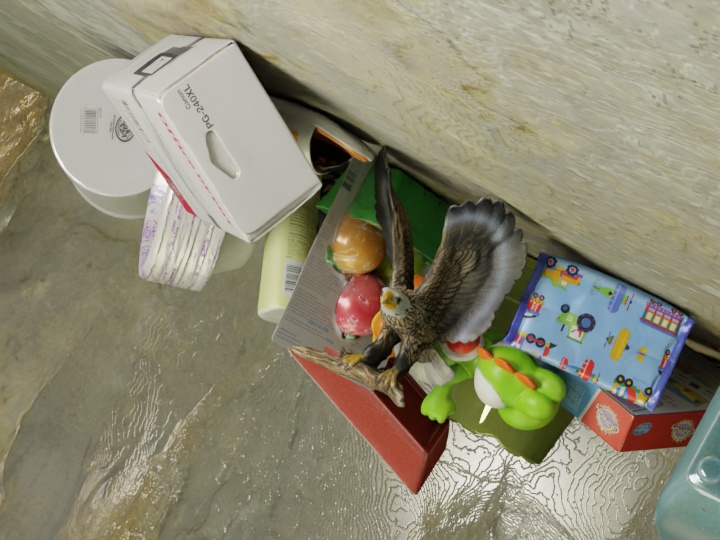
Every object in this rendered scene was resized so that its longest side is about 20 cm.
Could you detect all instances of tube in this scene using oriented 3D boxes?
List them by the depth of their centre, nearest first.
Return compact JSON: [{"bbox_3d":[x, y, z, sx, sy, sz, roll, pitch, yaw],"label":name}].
[{"bbox_3d":[-0.067,-0.048,1.616,0.051,0.202,0.058,6,161,-4],"label":"tube"}]

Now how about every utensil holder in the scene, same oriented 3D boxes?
[{"bbox_3d":[-0.275,-0.154,1.935,0.169,0.171,0.200,28,175,-2],"label":"utensil holder"}]

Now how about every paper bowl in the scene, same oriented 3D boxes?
[{"bbox_3d":[-0.148,-0.080,1.619,0.103,0.203,0.201,12,-179,-11],"label":"paper bowl"}]

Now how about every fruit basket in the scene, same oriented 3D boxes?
[{"bbox_3d":[0.000,0.000,1.596,0.093,0.201,0.185,26,178,38],"label":"fruit basket"}]

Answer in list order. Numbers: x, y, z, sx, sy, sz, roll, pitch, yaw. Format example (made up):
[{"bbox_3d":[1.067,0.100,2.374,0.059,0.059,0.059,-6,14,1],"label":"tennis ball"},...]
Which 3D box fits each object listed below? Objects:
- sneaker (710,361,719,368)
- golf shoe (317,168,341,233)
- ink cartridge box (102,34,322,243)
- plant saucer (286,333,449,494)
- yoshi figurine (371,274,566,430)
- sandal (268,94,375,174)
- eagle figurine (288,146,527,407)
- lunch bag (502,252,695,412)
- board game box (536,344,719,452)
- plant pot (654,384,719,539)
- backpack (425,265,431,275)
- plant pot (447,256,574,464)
[{"bbox_3d":[0.394,0.139,1.731,0.095,0.080,0.200,17,-178,-12],"label":"sneaker"},{"bbox_3d":[-0.019,-0.070,1.824,0.087,0.078,0.200,-7,-164,4],"label":"golf shoe"},{"bbox_3d":[-0.128,-0.116,1.385,0.146,0.083,0.200,58,167,-20],"label":"ink cartridge box"},{"bbox_3d":[0.021,0.128,1.733,0.200,0.037,0.200,49,-166,2],"label":"plant saucer"},{"bbox_3d":[0.112,0.091,1.547,0.199,0.113,0.112,32,-156,33],"label":"yoshi figurine"},{"bbox_3d":[-0.072,-0.123,1.499,0.206,0.060,0.079,27,178,37],"label":"sandal"},{"bbox_3d":[0.048,0.014,1.446,0.151,0.201,0.151,24,179,-13],"label":"eagle figurine"},{"bbox_3d":[0.226,0.044,1.547,0.150,0.095,0.200,24,-171,7],"label":"lunch bag"},{"bbox_3d":[0.276,0.113,1.591,0.199,0.041,0.153,1,-153,-38],"label":"board game box"},{"bbox_3d":[0.349,0.163,1.315,0.195,0.197,0.200,27,172,28],"label":"plant pot"},{"bbox_3d":[0.040,0.002,1.824,0.126,0.168,0.200,33,170,-16],"label":"backpack"},{"bbox_3d":[0.182,0.100,1.769,0.199,0.191,0.200,27,177,1],"label":"plant pot"}]
